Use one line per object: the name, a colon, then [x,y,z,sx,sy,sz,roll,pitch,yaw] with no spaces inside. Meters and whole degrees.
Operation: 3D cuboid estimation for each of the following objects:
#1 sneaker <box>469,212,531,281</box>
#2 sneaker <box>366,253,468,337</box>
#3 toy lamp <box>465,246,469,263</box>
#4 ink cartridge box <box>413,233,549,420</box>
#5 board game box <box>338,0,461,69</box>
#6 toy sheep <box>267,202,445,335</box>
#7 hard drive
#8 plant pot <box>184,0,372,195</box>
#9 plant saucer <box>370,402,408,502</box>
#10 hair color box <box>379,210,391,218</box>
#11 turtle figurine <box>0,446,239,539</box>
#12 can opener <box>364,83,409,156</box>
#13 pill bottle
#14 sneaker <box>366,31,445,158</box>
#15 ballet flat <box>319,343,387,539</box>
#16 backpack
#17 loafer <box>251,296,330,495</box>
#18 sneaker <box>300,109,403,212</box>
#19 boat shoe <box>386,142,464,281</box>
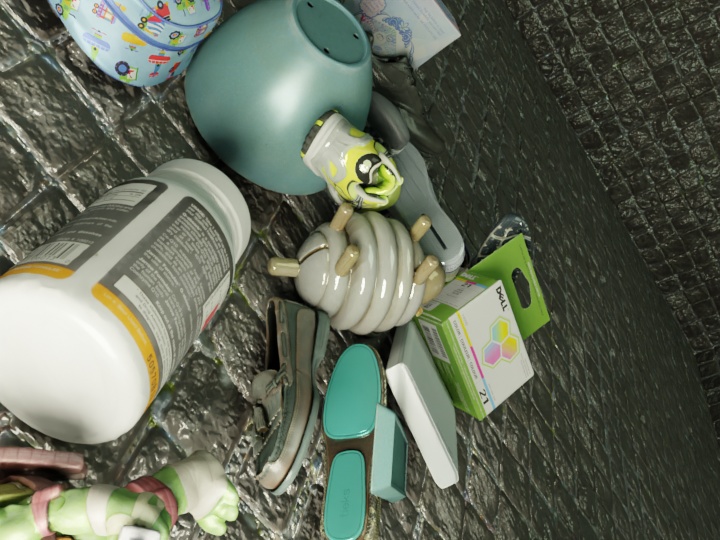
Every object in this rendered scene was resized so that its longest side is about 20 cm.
sneaker: [0.193,-0.008,1.063,0.076,0.203,0.087,6,38,-11]
sneaker: [0.060,0.008,0.859,0.076,0.105,0.200,60,28,-7]
toy lamp: [0.135,0.026,1.030,0.058,0.057,0.203,42,35,-35]
ink cartridge box: [0.180,0.066,0.914,0.198,0.075,0.150,-33,113,-20]
board game box: [-0.003,-0.317,0.912,0.199,0.197,0.044,34,35,-44]
toy sheep: [0.000,0.000,0.730,0.196,0.138,0.141,10,53,-22]
hard drive: [0.072,0.138,0.796,0.134,0.026,0.200,64,10,-5]
plant pot: [-0.063,-0.200,0.726,0.197,0.134,0.204,20,52,-28]
plant saucer: [0.030,0.174,0.653,0.201,0.018,0.072,72,21,-69]
hair color box: [-0.004,-0.145,0.920,0.199,0.060,0.102,26,47,-49]
turtle figurine: [-0.139,0.171,0.356,0.193,0.196,0.148,8,95,-62]
can opener: [-0.002,-0.226,0.832,0.053,0.067,0.203,-27,84,-34]
pill bottle: [-0.153,0.007,0.481,0.117,0.115,0.201,54,30,-18]
sneaker: [0.048,-0.224,0.917,0.199,0.091,0.076,37,11,-26]
ballet flat: [-0.003,0.174,0.678,0.076,0.066,0.204,64,24,-52]
backpack: [-0.199,-0.275,0.616,0.203,0.133,0.183,59,29,-15]
loafer: [-0.073,0.100,0.617,0.062,0.072,0.202,31,31,-16]
sneaker: [0.006,-0.089,0.717,0.076,0.076,0.199,38,7,20]
boat shoe: [0.060,-0.074,0.844,0.062,0.071,0.203,88,-21,-62]
